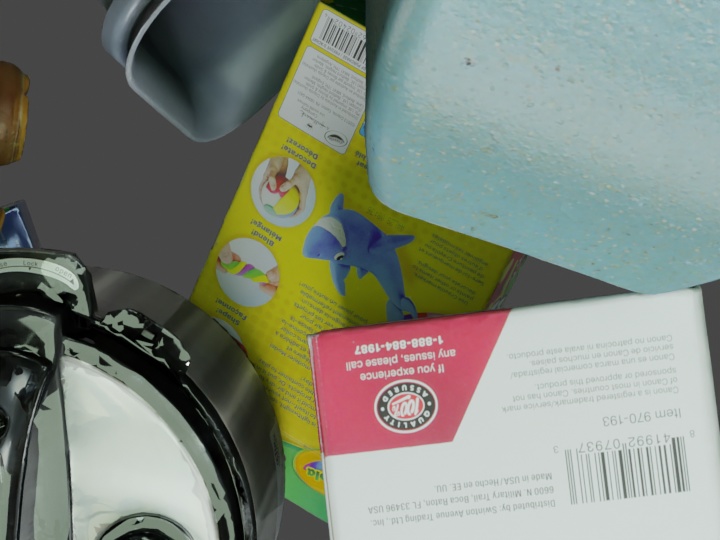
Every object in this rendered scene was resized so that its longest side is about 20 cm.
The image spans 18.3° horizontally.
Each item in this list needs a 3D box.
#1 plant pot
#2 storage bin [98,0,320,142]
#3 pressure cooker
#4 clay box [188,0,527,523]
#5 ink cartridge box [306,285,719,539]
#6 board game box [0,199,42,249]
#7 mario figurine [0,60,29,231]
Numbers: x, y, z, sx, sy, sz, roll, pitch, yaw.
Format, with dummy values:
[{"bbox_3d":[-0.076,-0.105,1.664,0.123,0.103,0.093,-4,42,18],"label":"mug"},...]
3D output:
[{"bbox_3d":[0.091,-0.110,0.757,0.195,0.196,0.200,18,130,-15],"label":"plant pot"},{"bbox_3d":[-0.047,-0.174,0.894,0.200,0.146,0.134,-45,70,1],"label":"storage bin"},{"bbox_3d":[-0.118,0.089,0.829,0.178,0.200,0.176,-40,94,7],"label":"pressure cooker"},{"bbox_3d":[0.000,0.000,0.912,0.115,0.048,0.201,30,115,10],"label":"clay box"},{"bbox_3d":[0.066,0.114,0.830,0.144,0.083,0.201,-7,88,5],"label":"ink cartridge box"},{"bbox_3d":[-0.172,0.087,0.949,0.135,0.034,0.201,-19,97,-1],"label":"board game box"},{"bbox_3d":[-0.229,-0.065,0.844,0.199,0.106,0.124,16,60,-15],"label":"mario figurine"}]
